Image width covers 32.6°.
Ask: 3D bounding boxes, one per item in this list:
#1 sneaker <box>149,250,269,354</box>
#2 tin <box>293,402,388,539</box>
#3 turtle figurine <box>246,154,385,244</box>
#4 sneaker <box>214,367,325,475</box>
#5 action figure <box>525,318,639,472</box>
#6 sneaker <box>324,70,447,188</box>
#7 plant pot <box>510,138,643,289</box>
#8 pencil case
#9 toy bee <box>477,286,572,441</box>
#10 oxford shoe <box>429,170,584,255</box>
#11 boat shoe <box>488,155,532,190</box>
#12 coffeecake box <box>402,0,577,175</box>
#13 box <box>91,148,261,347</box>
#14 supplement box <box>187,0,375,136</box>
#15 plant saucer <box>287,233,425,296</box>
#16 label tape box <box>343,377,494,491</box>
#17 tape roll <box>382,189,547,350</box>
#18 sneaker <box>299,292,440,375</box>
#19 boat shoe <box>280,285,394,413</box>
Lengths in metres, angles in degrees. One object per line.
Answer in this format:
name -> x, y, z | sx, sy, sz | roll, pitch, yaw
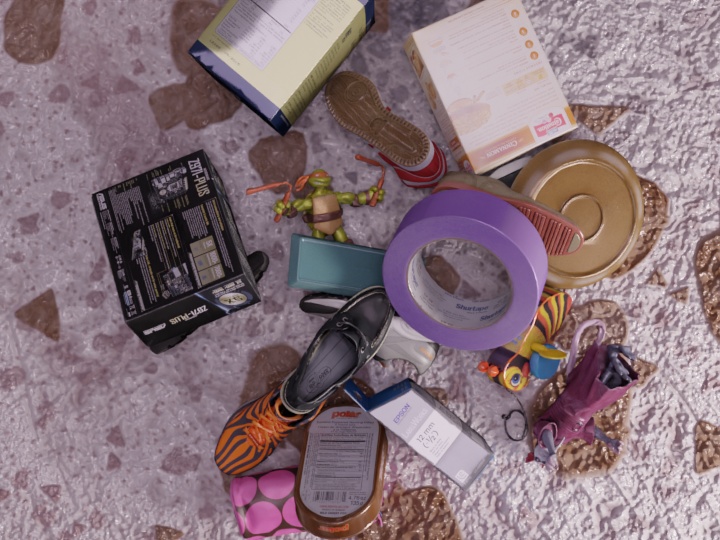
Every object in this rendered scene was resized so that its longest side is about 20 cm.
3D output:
sneaker -> -0.212, 0.027, 1.628 | 0.199, 0.075, 0.080 | -35, 88, 0
tin -> -0.024, 0.252, 1.578 | 0.111, 0.201, 0.042 | 2, 132, 6
turtle figurine -> -0.055, -0.064, 1.625 | 0.199, 0.064, 0.163 | -12, 98, -26
sneaker -> -0.119, 0.193, 1.608 | 0.078, 0.112, 0.200 | 45, 91, 1
action figure -> 0.271, 0.179, 1.609 | 0.200, 0.133, 0.149 | -52, 54, 25
sneaker -> 0.036, -0.181, 1.635 | 0.071, 0.112, 0.200 | -46, 60, 3
plant pot -> 0.285, -0.070, 1.611 | 0.198, 0.027, 0.202 | -4, 104, -14
pencil case -> -0.069, 0.304, 1.624 | 0.198, 0.091, 0.095 | -8, 107, 3
toy bee -> 0.208, 0.114, 1.596 | 0.108, 0.130, 0.202 | 17, 72, -43
oxford shoe -> 0.190, -0.081, 1.549 | 0.199, 0.074, 0.071 | 22, 130, 4
boat shoe -> 0.151, -0.083, 1.622 | 0.199, 0.076, 0.061 | -27, 84, 1
coffeecake box -> 0.169, -0.242, 1.613 | 0.153, 0.073, 0.201 | -25, 90, -8
box -> -0.238, -0.030, 1.583 | 0.163, 0.086, 0.201 | -23, 62, 1
supplement box -> -0.093, -0.298, 1.561 | 0.134, 0.200, 0.200 | 40, 91, 0
plant saucer -> 0.000, 0.000, 1.603 | 0.199, 0.019, 0.071 | 10, 78, -27
label tape box -> 0.073, 0.188, 1.590 | 0.200, 0.143, 0.066 | 41, 91, 0
tape roll -> 0.130, 0.001, 1.539 | 0.198, 0.066, 0.201 | 10, 126, 15
sneaker -> 0.011, 0.080, 1.627 | 0.199, 0.074, 0.080 | 19, 96, 0
boat shoe -> -0.023, 0.096, 1.545 | 0.199, 0.066, 0.075 | -43, 90, -13
